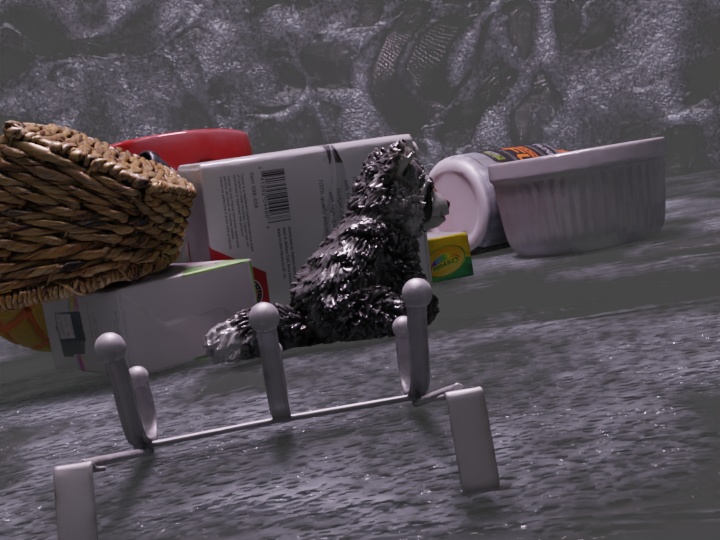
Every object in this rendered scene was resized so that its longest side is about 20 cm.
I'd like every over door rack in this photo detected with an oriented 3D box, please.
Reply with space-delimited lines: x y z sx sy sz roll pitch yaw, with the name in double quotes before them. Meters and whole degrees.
"over door rack" -0.034 0.049 0.457 0.146 0.068 0.200 -10 4 -4

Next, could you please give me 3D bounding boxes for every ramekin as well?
"ramekin" 0.245 -0.081 1.262 0.197 0.107 0.200 -9 5 1

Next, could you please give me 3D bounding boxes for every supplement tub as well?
"supplement tub" 0.186 -0.092 1.415 0.198 0.124 0.122 -13 6 -38

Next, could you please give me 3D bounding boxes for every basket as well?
"basket" -0.212 -0.020 0.868 0.141 0.151 0.200 21 4 -7

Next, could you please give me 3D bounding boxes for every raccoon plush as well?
"raccoon plush" -0.019 -0.018 0.807 0.198 0.136 0.096 -12 7 -37

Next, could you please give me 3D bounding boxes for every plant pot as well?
"plant pot" -0.213 -0.054 1.307 0.197 0.185 0.200 -8 -3 0

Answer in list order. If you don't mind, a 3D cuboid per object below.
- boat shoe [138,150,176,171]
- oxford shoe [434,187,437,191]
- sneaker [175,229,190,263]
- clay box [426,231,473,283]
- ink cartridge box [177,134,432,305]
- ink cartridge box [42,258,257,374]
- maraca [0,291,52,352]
"boat shoe" -0.260 -0.043 1.141 0.199 0.066 0.074 -45 49 -17
"oxford shoe" 0.018 -0.063 1.127 0.072 0.072 0.199 -7 2 -39
"sneaker" -0.140 -0.034 1.062 0.098 0.079 0.200 24 8 13
"clay box" 0.000 0.000 1.125 0.197 0.048 0.115 -12 5 -13
"ink cartridge box" -0.047 -0.034 0.993 0.197 0.147 0.084 -10 8 -22
"ink cartridge box" -0.178 0.036 0.907 0.116 0.068 0.199 -14 7 -34
"maraca" -0.263 0.021 1.052 0.197 0.108 0.137 5 -29 -16
